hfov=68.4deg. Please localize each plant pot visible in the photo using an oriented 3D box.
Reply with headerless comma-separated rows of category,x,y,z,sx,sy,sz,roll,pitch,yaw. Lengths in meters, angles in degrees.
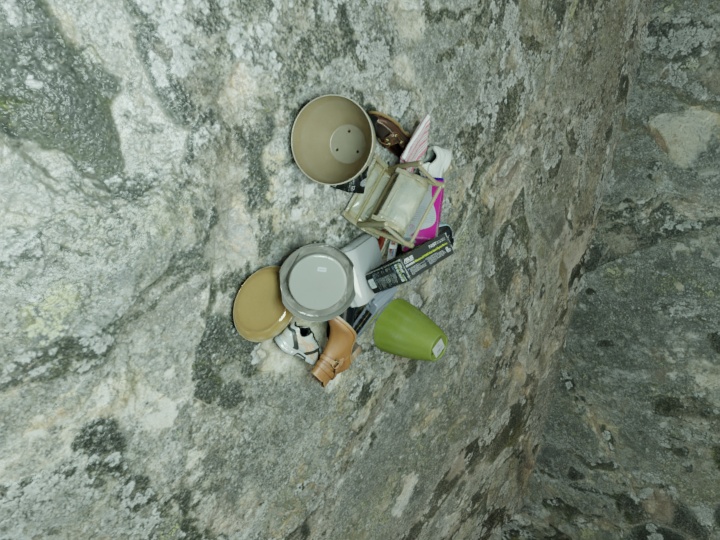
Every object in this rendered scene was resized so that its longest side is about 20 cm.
plant pot,-0.240,0.081,1.330,0.199,0.027,0.202,-22,122,-40
plant pot,-0.049,-0.305,1.266,0.134,0.199,0.202,-27,131,-72
plant pot,0.178,0.212,1.722,0.186,0.199,0.189,-23,123,-41

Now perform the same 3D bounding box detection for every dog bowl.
dog bowl,-0.107,0.024,1.318,0.198,0.059,0.202,-3,108,-9

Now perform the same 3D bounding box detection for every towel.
towel,0.158,-0.340,1.513,0.147,0.030,0.200,-61,171,-8

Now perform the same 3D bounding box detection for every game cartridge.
game cartridge,0.033,0.125,1.560,0.133,0.040,0.200,-43,170,-47

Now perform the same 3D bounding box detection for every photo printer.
photo printer,0.000,0.000,1.454,0.200,0.069,0.168,-38,117,-62

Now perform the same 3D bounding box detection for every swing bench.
swing bench,0.085,-0.190,1.428,0.130,0.199,0.200,35,81,-40

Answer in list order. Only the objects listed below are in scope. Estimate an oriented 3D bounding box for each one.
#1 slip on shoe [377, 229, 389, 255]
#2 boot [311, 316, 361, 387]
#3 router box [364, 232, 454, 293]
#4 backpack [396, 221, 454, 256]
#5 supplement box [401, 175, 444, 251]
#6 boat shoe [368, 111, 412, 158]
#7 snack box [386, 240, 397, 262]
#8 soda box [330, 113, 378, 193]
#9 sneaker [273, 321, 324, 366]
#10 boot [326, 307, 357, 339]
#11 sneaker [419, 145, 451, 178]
slip on shoe,0.068,-0.135,1.552,0.074,0.061,0.202,-69,169,-77
boot,-0.079,0.218,1.427,0.155,0.073,0.201,-43,134,-20
router box,0.131,-0.019,1.397,0.199,0.150,0.062,-29,93,-39
backpack,0.201,-0.085,1.672,0.199,0.154,0.164,-22,119,-12
supplement box,0.180,-0.160,1.536,0.104,0.100,0.201,73,27,-64
boat shoe,0.082,-0.367,1.450,0.199,0.070,0.071,20,86,-51
snack box,0.107,-0.118,1.538,0.072,0.024,0.201,94,9,-54
soda box,-0.015,-0.305,1.371,0.063,0.070,0.202,-4,109,-48
sneaker,-0.142,0.201,1.445,0.080,0.074,0.200,-48,141,6
boot,-0.075,0.092,1.478,0.168,0.076,0.201,40,70,-53
sneaker,0.209,-0.292,1.638,0.099,0.078,0.202,15,86,-43
